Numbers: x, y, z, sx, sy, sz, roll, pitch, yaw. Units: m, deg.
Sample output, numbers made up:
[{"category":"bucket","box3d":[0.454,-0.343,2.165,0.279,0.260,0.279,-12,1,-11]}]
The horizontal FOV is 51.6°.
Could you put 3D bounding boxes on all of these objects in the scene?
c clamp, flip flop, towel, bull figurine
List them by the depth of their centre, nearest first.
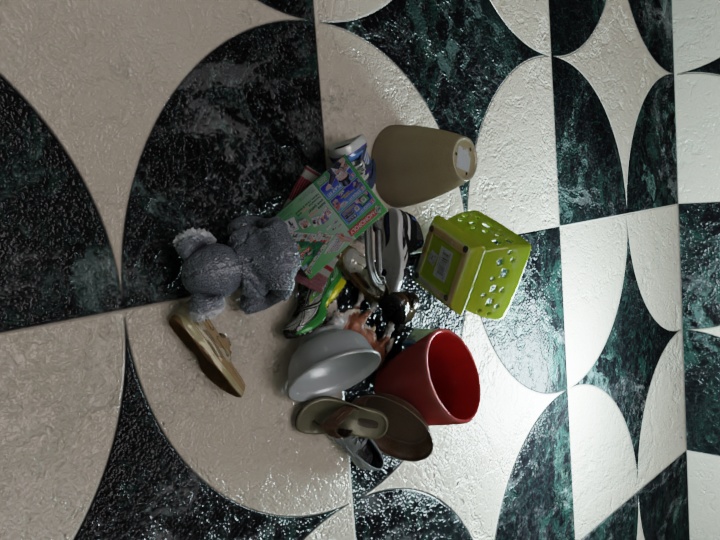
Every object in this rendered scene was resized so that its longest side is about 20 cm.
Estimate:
[{"category":"towel","box3d":[-0.093,-0.077,1.434,0.142,0.023,0.203,28,92,-10]},{"category":"flip flop","box3d":[-0.035,0.308,1.504,0.195,0.058,0.083,12,101,-13]},{"category":"c clamp","box3d":[0.034,-0.050,1.554,0.172,0.026,0.204,67,20,-56]},{"category":"bull figurine","box3d":[0.000,0.128,1.591,0.122,0.065,0.201,-50,129,-17]}]

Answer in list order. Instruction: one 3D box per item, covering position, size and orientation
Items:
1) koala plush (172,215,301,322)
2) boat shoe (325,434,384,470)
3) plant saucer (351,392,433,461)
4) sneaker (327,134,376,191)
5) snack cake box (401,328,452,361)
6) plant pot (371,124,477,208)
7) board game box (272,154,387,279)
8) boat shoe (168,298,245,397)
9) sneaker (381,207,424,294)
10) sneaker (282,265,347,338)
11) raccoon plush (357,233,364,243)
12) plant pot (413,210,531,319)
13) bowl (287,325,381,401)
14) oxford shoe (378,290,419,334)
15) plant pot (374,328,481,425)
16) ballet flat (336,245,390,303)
[{"category":"koala plush","box3d":[-0.222,-0.008,1.290,0.196,0.182,0.182,-9,90,-33]},{"category":"boat shoe","box3d":[-0.010,0.355,1.584,0.071,0.071,0.202,-54,125,-30]},{"category":"plant saucer","box3d":[0.070,0.325,1.582,0.037,0.197,0.203,-55,127,-40]},{"category":"sneaker","box3d":[-0.007,-0.194,1.520,0.200,0.079,0.150,-76,149,-77]},{"category":"snack cake box","box3d":[0.185,0.241,1.761,0.067,0.113,0.204,-39,117,-41]},{"category":"plant pot","box3d":[0.155,-0.238,1.659,0.185,0.197,0.193,-2,93,-46]},{"category":"board game box","box3d":[-0.064,-0.101,1.410,0.199,0.029,0.135,-40,100,-1]},{"category":"boat shoe","box3d":[-0.256,0.140,1.319,0.065,0.070,0.202,-49,123,-33]},{"category":"sneaker","box3d":[0.101,-0.034,1.696,0.110,0.072,0.206,8,85,-47]},{"category":"sneaker","box3d":[-0.105,0.055,1.487,0.086,0.077,0.202,52,47,-25]},{"category":"raccoon plush","box3d":[-0.049,-0.081,1.525,0.201,0.096,0.135,49,65,-33]},{"category":"plant pot","box3d":[0.247,-0.015,1.734,0.178,0.198,0.204,0,117,-39]},{"category":"bowl","box3d":[-0.064,0.172,1.473,0.198,0.201,0.092,5,52,-46]},{"category":"oxford shoe","box3d":[0.088,0.072,1.612,0.073,0.200,0.084,43,80,10]},{"category":"plant pot","box3d":[0.138,0.250,1.621,0.198,0.175,0.205,27,51,-39]},{"category":"ballet flat","box3d":[0.000,0.000,1.594,0.200,0.070,0.072,49,58,-35]}]
